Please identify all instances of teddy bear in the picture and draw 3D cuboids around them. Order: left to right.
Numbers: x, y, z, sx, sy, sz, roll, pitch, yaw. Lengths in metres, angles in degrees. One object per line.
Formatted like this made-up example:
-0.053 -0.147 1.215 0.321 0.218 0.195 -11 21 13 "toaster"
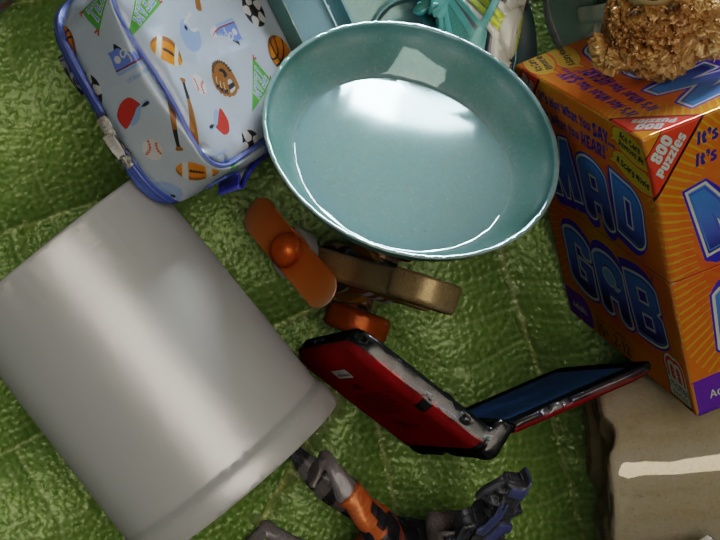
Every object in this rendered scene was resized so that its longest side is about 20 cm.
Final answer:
0.189 -0.220 1.222 0.144 0.067 0.201 21 61 4 "teddy bear"

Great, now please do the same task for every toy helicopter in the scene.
0.000 0.000 1.260 0.132 0.200 0.079 22 86 -25 "toy helicopter"

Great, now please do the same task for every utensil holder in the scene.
-0.142 0.062 1.249 0.170 0.170 0.200 -40 93 -10 "utensil holder"

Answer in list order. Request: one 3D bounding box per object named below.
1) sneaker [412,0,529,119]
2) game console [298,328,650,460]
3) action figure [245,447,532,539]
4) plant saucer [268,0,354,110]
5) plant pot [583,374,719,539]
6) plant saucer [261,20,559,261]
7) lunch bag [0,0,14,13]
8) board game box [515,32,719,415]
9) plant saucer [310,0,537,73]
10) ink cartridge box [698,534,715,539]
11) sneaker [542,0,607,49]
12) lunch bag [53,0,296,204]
0.078 -0.192 1.323 0.079 0.078 0.202 14 86 -2 "sneaker"
0.069 0.060 1.274 0.172 0.200 0.119 38 79 -7 "game console"
0.041 0.175 1.309 0.192 0.105 0.200 25 121 -16 "action figure"
-0.022 -0.152 1.310 0.070 0.019 0.201 -32 96 -54 "plant saucer"
0.255 0.130 1.329 0.182 0.200 0.202 -5 89 0 "plant pot"
0.030 -0.078 1.242 0.198 0.036 0.201 8 52 -10 "plant saucer"
-0.223 -0.239 1.221 0.077 0.200 0.160 44 83 -5 "lunch bag"
0.251 -0.059 1.286 0.199 0.200 0.201 -21 115 -12 "board game box"
0.035 -0.163 1.361 0.198 0.027 0.202 0 89 -11 "plant saucer"
0.197 0.287 1.293 0.145 0.201 0.085 -25 56 -11 "ink cartridge box"
0.176 -0.211 1.339 0.073 0.118 0.202 -21 103 -13 "sneaker"
-0.109 -0.131 1.253 0.075 0.200 0.161 -25 98 33 "lunch bag"
